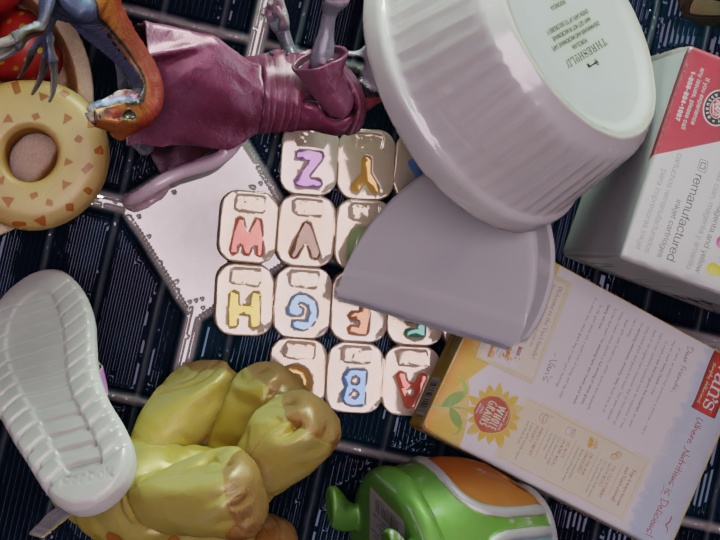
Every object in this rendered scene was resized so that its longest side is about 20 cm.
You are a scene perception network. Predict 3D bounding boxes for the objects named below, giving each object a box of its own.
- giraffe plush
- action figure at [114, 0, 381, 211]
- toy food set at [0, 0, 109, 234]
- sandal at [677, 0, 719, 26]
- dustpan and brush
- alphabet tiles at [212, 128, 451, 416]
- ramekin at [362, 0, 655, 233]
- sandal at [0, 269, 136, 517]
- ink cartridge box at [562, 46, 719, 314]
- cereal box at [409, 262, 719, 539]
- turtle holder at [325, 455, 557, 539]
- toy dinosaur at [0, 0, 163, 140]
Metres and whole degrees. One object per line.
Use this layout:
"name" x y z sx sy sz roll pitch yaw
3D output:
"giraffe plush" -0.095 0.175 1.065 0.199 0.172 0.163 -31 116 -17
"action figure" -0.058 -0.111 1.064 0.199 0.134 0.150 1 92 -5
"toy food set" -0.273 -0.110 1.077 0.197 0.049 0.201 -15 93 -7
"sandal" 0.302 -0.228 1.147 0.200 0.080 0.058 -28 77 -13
"dustpan and brush" 0.082 -0.047 1.105 0.139 0.057 0.201 16 76 24
"alphabet tiles" 0.000 0.000 1.133 0.199 0.015 0.197 4 91 -8
"ramekin" 0.101 -0.134 1.034 0.094 0.202 0.203 -29 96 37
"sandal" -0.191 0.083 1.048 0.082 0.203 0.050 -25 137 0
"ink cartridge box" 0.265 -0.043 1.103 0.199 0.145 0.146 19 88 -8
"cereal box" 0.152 0.087 1.131 0.199 0.040 0.144 28 82 -12
"turtle holder" 0.063 0.212 1.084 0.131 0.141 0.187 -11 85 -24
"toy dinosaur" -0.175 -0.172 0.971 0.181 0.105 0.200 35 117 -8
